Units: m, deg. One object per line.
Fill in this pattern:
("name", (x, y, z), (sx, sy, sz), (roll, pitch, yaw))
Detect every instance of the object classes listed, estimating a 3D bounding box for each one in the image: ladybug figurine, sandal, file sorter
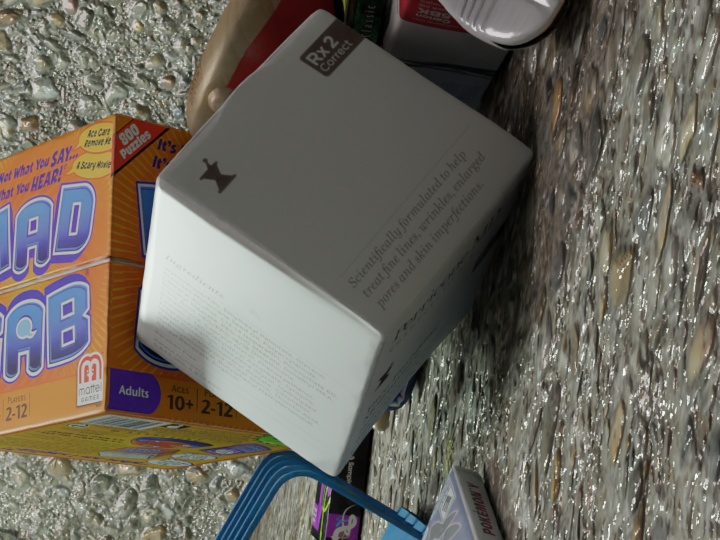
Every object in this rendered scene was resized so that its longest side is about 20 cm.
("ladybug figurine", (-0.060, -0.148, 1.344), (0.200, 0.072, 0.136), (-67, 2, -54))
("sandal", (0.080, -0.173, 1.150), (0.079, 0.059, 0.207), (-54, 30, 5))
("file sorter", (-0.035, 0.208, 1.362), (0.139, 0.122, 0.200), (-60, 5, -4))

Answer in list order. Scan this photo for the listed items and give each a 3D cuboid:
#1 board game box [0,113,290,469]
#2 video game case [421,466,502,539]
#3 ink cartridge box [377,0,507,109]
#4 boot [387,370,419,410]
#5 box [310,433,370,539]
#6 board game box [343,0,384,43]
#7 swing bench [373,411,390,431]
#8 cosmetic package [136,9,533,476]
("board game box", (-0.154, 0.025, 1.415), (0.200, 0.200, 0.200), (-15, 70, 46))
("video game case", (0.034, 0.232, 1.135), (0.182, 0.023, 0.200), (-105, 36, -75))
("ink cartridge box", (0.061, -0.209, 1.334), (0.200, 0.083, 0.147), (118, 158, -73))
("boot", (0.027, 0.009, 1.561), (0.090, 0.073, 0.201), (-157, 72, -69))
("box", (-0.015, 0.158, 1.876), (0.143, 0.036, 0.201), (153, 126, -83))
("board game box", (0.002, -0.190, 1.375), (0.105, 0.023, 0.200), (-87, 6, -50))
("swing bench", (-0.063, 0.019, 1.710), (0.130, 0.198, 0.201), (-122, 40, -81))
("cosmetic package", (-0.021, -0.013, 1.223), (0.165, 0.165, 0.200), (-50, -11, -28))
